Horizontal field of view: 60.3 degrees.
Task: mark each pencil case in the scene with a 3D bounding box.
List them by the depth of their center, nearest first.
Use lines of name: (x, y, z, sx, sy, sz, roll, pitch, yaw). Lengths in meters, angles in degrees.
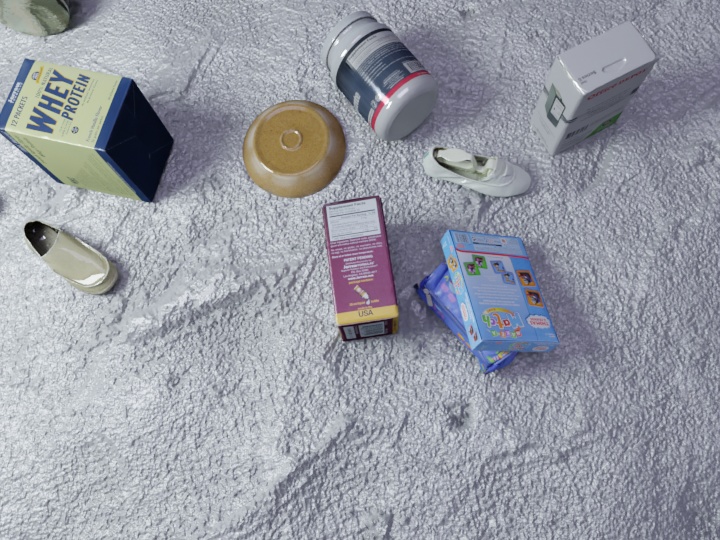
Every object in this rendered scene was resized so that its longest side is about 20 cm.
pencil case: (0.173, 0.076, 1.012, 0.086, 0.078, 0.201, -25, 70, -41)

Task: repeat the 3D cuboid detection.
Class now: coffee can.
coffee can: (-0.650, -0.595, 1.222, 0.143, 0.147, 0.204, -7, 73, 1)

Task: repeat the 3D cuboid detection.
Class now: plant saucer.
plant saucer: (-0.125, -0.235, 1.145, 0.195, 0.036, 0.205, -1, 73, 3)

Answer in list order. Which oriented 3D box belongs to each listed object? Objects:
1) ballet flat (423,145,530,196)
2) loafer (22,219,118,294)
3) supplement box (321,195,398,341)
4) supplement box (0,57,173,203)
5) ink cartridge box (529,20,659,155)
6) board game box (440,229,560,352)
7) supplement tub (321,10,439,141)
ballet flat: (0.207, -0.179, 1.096, 0.196, 0.070, 0.071, 14, 74, 7)
loafer: (-0.517, -0.025, 1.085, 0.197, 0.068, 0.077, 28, 76, 10)
supplement box: (0.000, 0.000, 1.019, 0.101, 0.131, 0.204, -8, 72, 1)
supplement box: (-0.467, -0.236, 1.077, 0.195, 0.200, 0.137, 12, 73, 8)
ink cartridge box: (0.388, -0.304, 1.053, 0.143, 0.200, 0.085, -27, 73, -6)
board game box: (0.221, 0.031, 0.992, 0.148, 0.037, 0.203, 5, 54, -24)
supplement tub: (0.034, -0.349, 1.116, 0.139, 0.141, 0.201, -36, 74, -8)
